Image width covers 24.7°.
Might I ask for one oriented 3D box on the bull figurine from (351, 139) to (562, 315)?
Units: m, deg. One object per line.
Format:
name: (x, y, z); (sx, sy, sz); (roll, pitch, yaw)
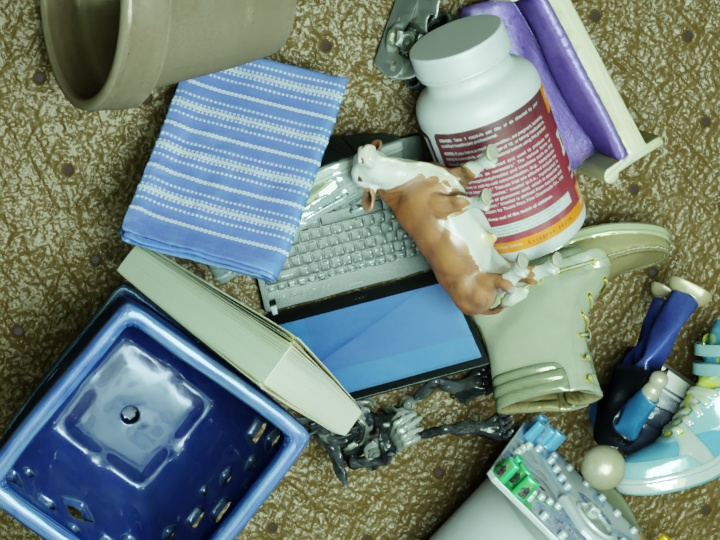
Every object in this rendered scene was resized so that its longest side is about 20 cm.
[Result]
bull figurine: (0.078, -0.043, 1.386); (0.200, 0.121, 0.065); (52, 49, -26)

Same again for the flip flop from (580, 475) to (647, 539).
flip flop: (0.247, 0.281, 1.582); (0.081, 0.058, 0.200); (-32, 105, -4)

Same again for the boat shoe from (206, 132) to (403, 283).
boat shoe: (-0.050, -0.060, 1.429); (0.202, 0.074, 0.065); (-29, 115, -14)

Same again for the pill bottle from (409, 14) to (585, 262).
pill bottle: (0.116, -0.115, 1.435); (0.113, 0.113, 0.200); (-26, 116, -6)

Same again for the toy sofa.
toy sofa: (0.176, -0.172, 1.469); (0.097, 0.083, 0.200); (-32, 105, -6)

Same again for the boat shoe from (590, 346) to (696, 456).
boat shoe: (0.314, 0.161, 1.572); (0.200, 0.075, 0.093); (34, 97, -7)

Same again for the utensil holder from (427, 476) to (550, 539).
utensil holder: (0.130, 0.289, 1.486); (0.170, 0.170, 0.200); (39, 105, -16)

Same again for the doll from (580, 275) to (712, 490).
doll: (0.247, 0.102, 1.468); (0.048, 0.136, 0.200); (30, 77, -8)

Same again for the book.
book: (-0.102, 0.060, 1.373); (0.048, 0.200, 0.134); (-53, 143, -8)

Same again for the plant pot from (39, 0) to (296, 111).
plant pot: (-0.151, -0.233, 1.348); (0.174, 0.200, 0.201); (-6, 102, -28)

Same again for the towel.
towel: (-0.107, -0.095, 1.387); (0.144, 0.024, 0.200); (15, 69, 9)

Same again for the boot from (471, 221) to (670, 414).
boot: (0.200, 0.044, 1.483); (0.199, 0.072, 0.155); (-13, 65, -4)

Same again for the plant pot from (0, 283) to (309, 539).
plant pot: (-0.188, 0.138, 1.402); (0.200, 0.180, 0.200); (38, 92, -16)

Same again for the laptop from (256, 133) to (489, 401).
laptop: (0.000, 0.000, 1.454); (0.177, 0.103, 0.201); (-14, 103, -9)

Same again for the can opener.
can opener: (0.070, -0.260, 1.456); (0.067, 0.053, 0.200); (15, 98, -47)

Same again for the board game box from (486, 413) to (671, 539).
board game box: (0.206, 0.218, 1.437); (0.200, 0.200, 0.026); (45, 105, 5)

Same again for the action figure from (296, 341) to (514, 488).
action figure: (0.031, 0.123, 1.480); (0.199, 0.102, 0.119); (-7, 57, -15)

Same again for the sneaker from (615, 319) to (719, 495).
sneaker: (0.307, 0.119, 1.493); (0.200, 0.080, 0.131); (-20, 97, -14)
